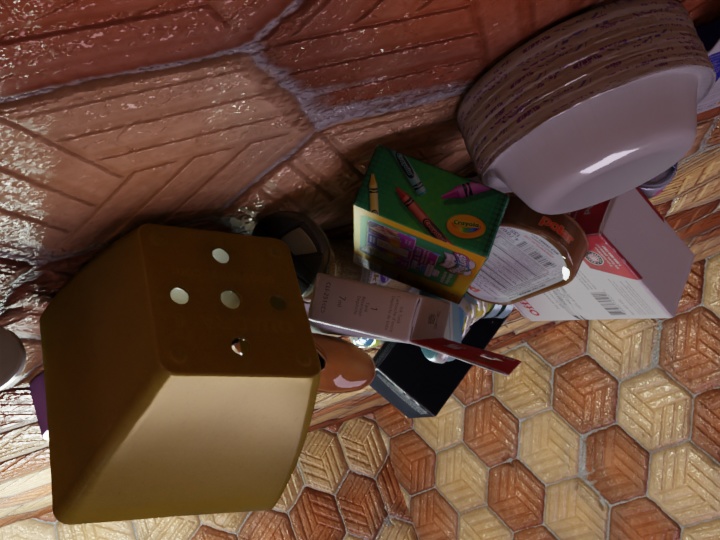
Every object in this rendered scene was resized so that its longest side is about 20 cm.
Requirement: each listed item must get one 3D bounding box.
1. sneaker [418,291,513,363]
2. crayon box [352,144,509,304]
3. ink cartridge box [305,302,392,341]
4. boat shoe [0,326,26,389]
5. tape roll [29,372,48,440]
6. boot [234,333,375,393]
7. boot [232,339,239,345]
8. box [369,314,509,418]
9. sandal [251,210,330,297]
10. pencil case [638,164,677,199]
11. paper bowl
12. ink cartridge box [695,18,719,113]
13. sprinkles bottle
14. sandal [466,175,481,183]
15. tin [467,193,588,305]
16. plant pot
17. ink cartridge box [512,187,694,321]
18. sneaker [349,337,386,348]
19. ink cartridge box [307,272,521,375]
[{"bbox_3d":[0.136,0.040,1.010,0.129,0.201,0.080,14,128,-8],"label":"sneaker"},{"bbox_3d":[0.056,-0.034,0.773,0.117,0.059,0.200,22,167,4],"label":"crayon box"},{"bbox_3d":[-0.018,0.042,1.010,0.160,0.051,0.200,5,165,7],"label":"ink cartridge box"},{"bbox_3d":[-0.383,0.092,0.732,0.198,0.071,0.072,-16,177,-6],"label":"boat shoe"},{"bbox_3d":[-0.303,0.146,1.061,0.198,0.066,0.200,-21,167,-5],"label":"tape roll"},{"bbox_3d":[-0.056,0.106,1.014,0.197,0.075,0.155,15,172,-15],"label":"boot"},{"bbox_3d":[-0.220,0.078,0.923,0.197,0.071,0.146,-14,172,-9],"label":"boot"},{"bbox_3d":[0.106,0.099,1.205,0.201,0.104,0.182,-51,180,-12],"label":"box"},{"bbox_3d":[-0.065,-0.006,0.809,0.057,0.080,0.201,-32,171,-23],"label":"sandal"},{"bbox_3d":[0.269,-0.096,0.952,0.082,0.092,0.200,14,159,-7],"label":"pencil case"},{"bbox_3d":[0.185,-0.117,0.685,0.198,0.106,0.201,-19,168,-4],"label":"paper bowl"},{"bbox_3d":[0.321,-0.189,0.762,0.094,0.038,0.200,-19,169,-4],"label":"ink cartridge box"},{"bbox_3d":[0.000,0.000,0.941,0.068,0.069,0.199,-28,165,29],"label":"sprinkles bottle"},{"bbox_3d":[0.162,-0.083,0.882,0.205,0.060,0.079,-27,166,23],"label":"sandal"},{"bbox_3d":[0.148,-0.017,0.878,0.042,0.112,0.200,-56,-170,-24],"label":"tin"},{"bbox_3d":[-0.140,0.073,0.709,0.198,0.202,0.177,6,140,-33],"label":"plant pot"},{"bbox_3d":[0.232,-0.018,0.929,0.199,0.147,0.083,-6,-131,54],"label":"ink cartridge box"},{"bbox_3d":[0.004,0.052,1.184,0.104,0.077,0.200,0,151,-27],"label":"sneaker"},{"bbox_3d":[0.062,0.047,0.782,0.174,0.045,0.200,14,180,14],"label":"ink cartridge box"}]
